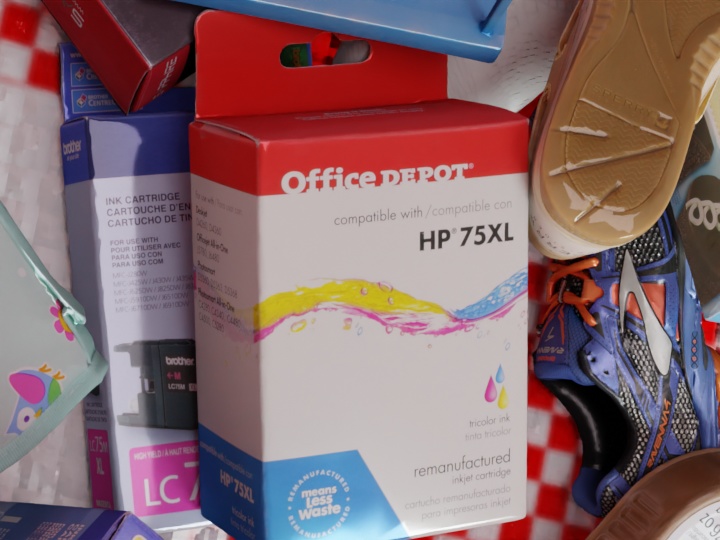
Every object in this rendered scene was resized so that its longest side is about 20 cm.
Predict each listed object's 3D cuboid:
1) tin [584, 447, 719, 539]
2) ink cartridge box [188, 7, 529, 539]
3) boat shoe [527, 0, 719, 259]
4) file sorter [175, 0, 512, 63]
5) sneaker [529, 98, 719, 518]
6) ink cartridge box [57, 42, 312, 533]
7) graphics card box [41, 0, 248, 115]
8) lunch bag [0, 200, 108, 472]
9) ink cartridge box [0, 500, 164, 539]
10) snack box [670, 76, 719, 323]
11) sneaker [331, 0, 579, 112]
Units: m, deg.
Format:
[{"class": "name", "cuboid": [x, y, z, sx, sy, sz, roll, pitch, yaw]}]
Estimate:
[{"class": "tin", "cuboid": [0.123, 0.166, 0.932, 0.112, 0.042, 0.200, 42, 89, -21]}, {"class": "ink cartridge box", "cuboid": [0.000, 0.000, 0.837, 0.116, 0.067, 0.201, -7, 104, -25]}, {"class": "boat shoe", "cuboid": [0.112, -0.092, 0.873, 0.074, 0.069, 0.200, 31, 68, -5]}, {"class": "file sorter", "cuboid": [0.007, -0.203, 0.809, 0.138, 0.123, 0.201, 10, 69, -9]}, {"class": "sneaker", "cuboid": [0.109, 0.018, 0.945, 0.078, 0.075, 0.201, -18, 93, -21]}, {"class": "ink cartridge box", "cuboid": [-0.056, 0.002, 0.889, 0.119, 0.042, 0.201, -5, 88, -25]}, {"class": "graphics card box", "cuboid": [-0.048, -0.168, 0.878, 0.200, 0.051, 0.126, -34, 83, -23]}, {"class": "lunch bag", "cuboid": [-0.210, 0.026, 0.773, 0.200, 0.122, 0.171, -37, 101, -16]}, {"class": "ink cartridge box", "cuboid": [-0.078, 0.152, 0.782, 0.136, 0.200, 0.076, 43, 72, -17]}, {"class": "snack box", "cuboid": [0.176, -0.061, 0.938, 0.116, 0.037, 0.201, 13, 51, -31]}, {"class": "sneaker", "cuboid": [0.059, -0.129, 0.924, 0.200, 0.088, 0.075, -37, 126, -15]}]
